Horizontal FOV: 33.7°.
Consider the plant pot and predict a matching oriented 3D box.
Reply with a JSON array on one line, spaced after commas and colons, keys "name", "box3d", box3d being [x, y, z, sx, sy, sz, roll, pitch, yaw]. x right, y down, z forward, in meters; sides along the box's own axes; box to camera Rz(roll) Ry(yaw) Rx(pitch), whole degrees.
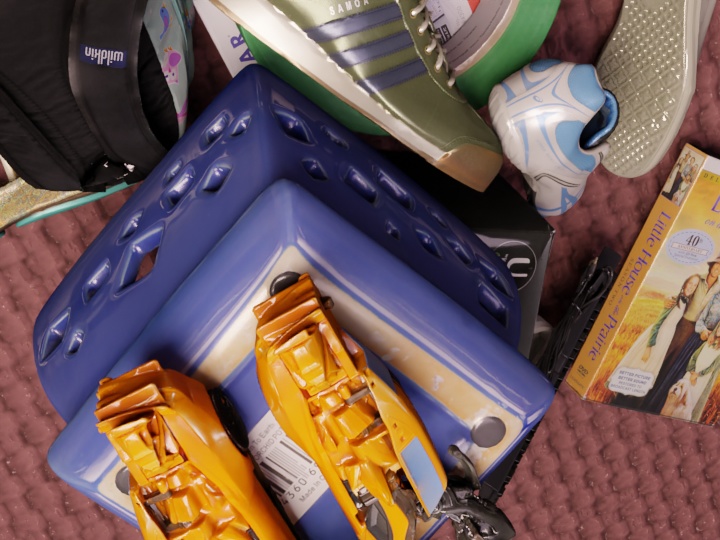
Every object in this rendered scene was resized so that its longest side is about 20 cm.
[{"name": "plant pot", "box3d": [-0.035, 0.047, 0.593, 0.199, 0.180, 0.200, 37, 103, -22]}]

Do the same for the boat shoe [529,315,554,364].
[{"name": "boat shoe", "box3d": [0.063, 0.106, 0.845, 0.073, 0.065, 0.201, 37, 85, -37]}]

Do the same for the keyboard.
[{"name": "keyboard", "box3d": [0.132, 0.067, 0.809, 0.201, 0.020, 0.127, -58, 164, -25]}]

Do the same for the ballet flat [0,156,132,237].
[{"name": "ballet flat", "box3d": [-0.224, -0.048, 0.734, 0.199, 0.071, 0.071, -26, 118, -2]}]

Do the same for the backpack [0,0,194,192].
[{"name": "backpack", "box3d": [-0.159, -0.135, 0.640, 0.165, 0.128, 0.201, -2, 145, 15]}]

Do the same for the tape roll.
[{"name": "tape roll", "box3d": [0.019, -0.181, 0.687, 0.198, 0.048, 0.202, -6, 115, -12]}]

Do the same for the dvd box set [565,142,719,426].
[{"name": "dvd box set", "box3d": [0.256, 0.017, 0.892, 0.145, 0.029, 0.201, 14, 109, -31]}]

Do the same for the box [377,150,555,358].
[{"name": "box", "box3d": [0.000, 0.000, 0.762, 0.198, 0.149, 0.125, 3, 113, -13]}]

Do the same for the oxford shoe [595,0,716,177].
[{"name": "oxford shoe", "box3d": [0.202, -0.158, 0.795, 0.058, 0.075, 0.202, -21, 126, -45]}]

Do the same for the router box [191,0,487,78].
[{"name": "router box", "box3d": [-0.022, -0.199, 0.723, 0.178, 0.049, 0.201, -29, 118, 0]}]

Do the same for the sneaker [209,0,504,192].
[{"name": "sneaker", "box3d": [0.014, -0.132, 0.633, 0.199, 0.067, 0.090, 35, 103, -13]}]

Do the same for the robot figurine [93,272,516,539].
[{"name": "robot figurine", "box3d": [-0.018, 0.110, 0.491, 0.144, 0.058, 0.201, -27, 114, 4]}]

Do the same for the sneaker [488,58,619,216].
[{"name": "sneaker", "box3d": [0.129, -0.080, 0.746, 0.072, 0.200, 0.073, -13, 80, 13]}]
